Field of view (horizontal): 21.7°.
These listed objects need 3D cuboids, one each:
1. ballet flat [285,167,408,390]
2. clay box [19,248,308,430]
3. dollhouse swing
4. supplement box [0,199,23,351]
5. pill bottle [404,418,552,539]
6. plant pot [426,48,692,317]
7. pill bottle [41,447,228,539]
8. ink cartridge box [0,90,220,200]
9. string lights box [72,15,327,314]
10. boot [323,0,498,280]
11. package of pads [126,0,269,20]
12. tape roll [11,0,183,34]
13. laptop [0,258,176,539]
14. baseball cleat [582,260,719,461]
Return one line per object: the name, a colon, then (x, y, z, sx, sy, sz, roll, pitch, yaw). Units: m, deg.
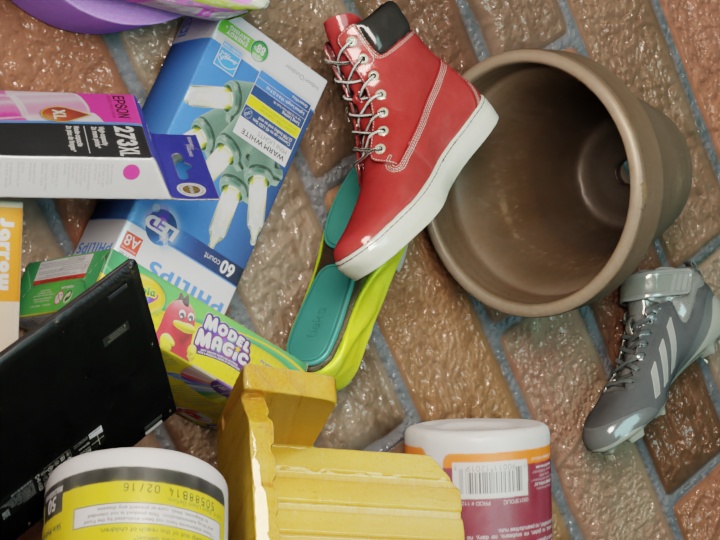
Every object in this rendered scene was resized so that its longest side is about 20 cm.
ballet flat: (0.000, 0.000, 1.406, 0.067, 0.066, 0.201, 45, 60, -50)
clay box: (-0.127, 0.054, 1.276, 0.200, 0.115, 0.048, 32, 67, -33)
dollhouse swing: (0.004, 0.180, 1.187, 0.175, 0.182, 0.201, 1, 68, -12)
supplement box: (-0.314, 0.013, 1.165, 0.199, 0.073, 0.127, 1, 90, -36)
pill bottle: (0.091, 0.218, 1.436, 0.114, 0.114, 0.202, -2, 91, -36)
plant pot: (0.173, -0.071, 1.466, 0.174, 0.199, 0.202, -7, 94, -52)
pill bottle: (-0.131, 0.212, 1.073, 0.111, 0.111, 0.201, 21, 53, -34)
ink cartridge box: (-0.193, -0.080, 1.203, 0.199, 0.095, 0.037, 2, 120, -17)
string lights box: (-0.112, -0.071, 1.321, 0.103, 0.059, 0.201, 32, 72, -32)
boot: (0.003, -0.099, 1.334, 0.144, 0.072, 0.200, 46, 49, -16)
package of pads: (-0.146, -0.250, 1.212, 0.199, 0.068, 0.156, 10, 83, -35)
tape roll: (-0.172, -0.264, 1.274, 0.199, 0.065, 0.202, 0, 90, -35)
laptop: (-0.222, 0.097, 1.159, 0.187, 0.116, 0.201, -39, 139, -30)
baseball cleat: (0.231, 0.065, 1.575, 0.200, 0.070, 0.107, -43, 107, -38)
